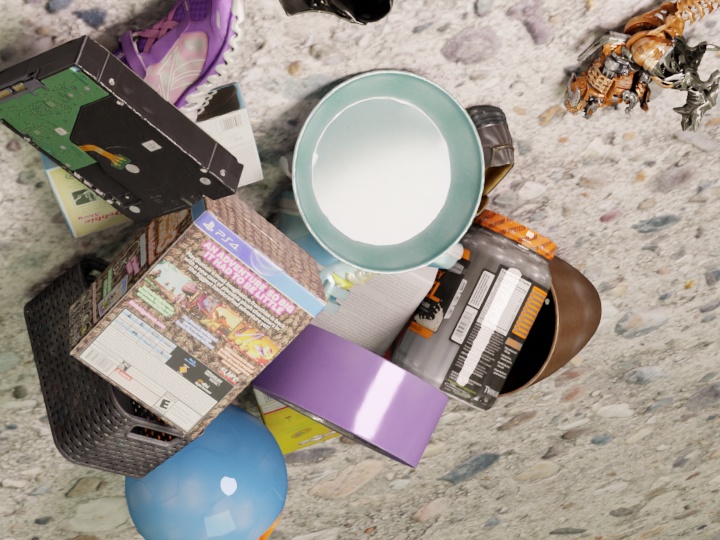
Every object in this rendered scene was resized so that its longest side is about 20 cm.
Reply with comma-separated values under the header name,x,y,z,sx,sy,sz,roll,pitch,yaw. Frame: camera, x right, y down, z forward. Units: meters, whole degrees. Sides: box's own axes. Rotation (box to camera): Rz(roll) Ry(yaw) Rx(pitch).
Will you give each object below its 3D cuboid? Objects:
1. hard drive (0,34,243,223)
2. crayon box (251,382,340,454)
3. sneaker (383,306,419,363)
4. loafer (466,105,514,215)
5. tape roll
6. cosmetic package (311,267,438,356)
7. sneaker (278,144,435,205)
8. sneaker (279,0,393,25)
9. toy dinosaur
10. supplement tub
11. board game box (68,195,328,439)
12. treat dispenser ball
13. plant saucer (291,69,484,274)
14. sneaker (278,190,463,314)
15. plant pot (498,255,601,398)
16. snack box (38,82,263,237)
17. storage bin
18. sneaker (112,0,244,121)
name,x,y,z,sx,sy,sz,roll,pitch,yaw
hard drive,-0.218,-0.120,1.402,0.139,0.038,0.200,-15,140,40
crayon box,-0.069,0.157,1.999,0.126,0.051,0.200,-17,148,-6
sneaker,0.046,0.099,1.854,0.073,0.087,0.201,-4,129,-30
loafer,0.105,-0.087,1.706,0.072,0.073,0.200,-5,146,-26
tape roll,-0.011,0.132,1.709,0.085,0.199,0.200,-62,146,-8
cosmetic package,0.007,0.029,1.789,0.101,0.071,0.200,28,135,-6
sneaker,0.012,-0.108,1.629,0.199,0.078,0.078,5,109,-23
sneaker,0.007,-0.248,1.367,0.199,0.105,0.060,8,138,-39
toy dinosaur,0.301,-0.214,1.616,0.135,0.103,0.200,27,149,-31
supplement tub,0.130,0.041,1.739,0.122,0.122,0.201,28,88,-51
board game box,-0.160,0.034,1.544,0.200,0.097,0.159,-44,117,13
treat dispenser ball,-0.188,0.260,1.944,0.200,0.202,0.201,-15,148,-9
plant saucer,0.025,-0.098,1.578,0.199,0.201,0.036,-12,-172,-14
sneaker,0.000,0.000,1.655,0.199,0.131,0.080,15,-179,9
plant pot,0.202,0.050,1.901,0.187,0.188,0.199,-41,159,30
snack box,-0.199,-0.105,1.532,0.199,0.037,0.116,-18,147,-6
storage bin,-0.258,0.102,1.657,0.094,0.201,0.135,-37,146,23
sneaker,-0.167,-0.191,1.386,0.088,0.081,0.200,9,140,-28
